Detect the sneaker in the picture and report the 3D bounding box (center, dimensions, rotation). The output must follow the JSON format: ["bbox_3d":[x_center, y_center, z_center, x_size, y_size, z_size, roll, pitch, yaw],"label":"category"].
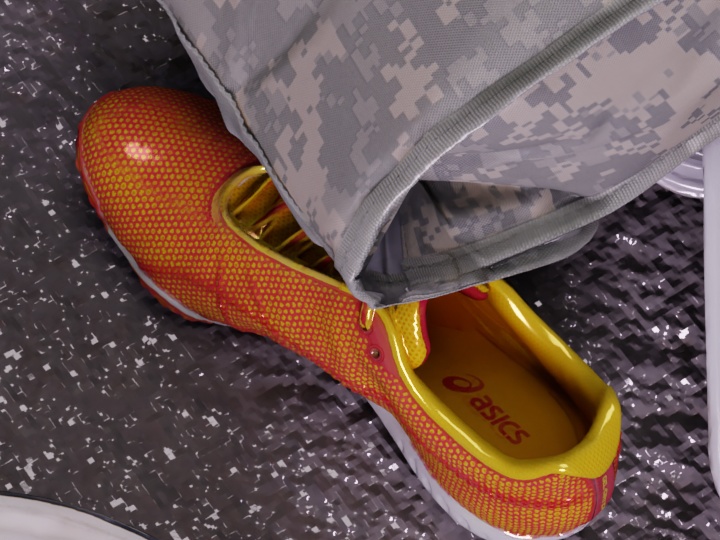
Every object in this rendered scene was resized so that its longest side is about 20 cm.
[{"bbox_3d":[0.000,0.000,0.855,0.200,0.077,0.073,34,62,11],"label":"sneaker"}]

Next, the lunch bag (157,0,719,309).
[{"bbox_3d":[0.038,-0.100,0.821,0.200,0.118,0.164,-34,63,3],"label":"lunch bag"}]

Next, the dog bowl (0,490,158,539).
[{"bbox_3d":[-0.099,0.161,0.724,0.199,0.074,0.201,13,57,-20],"label":"dog bowl"}]

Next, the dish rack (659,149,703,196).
[{"bbox_3d":[0.134,-0.141,0.910,0.171,0.044,0.201,-24,85,2],"label":"dish rack"}]

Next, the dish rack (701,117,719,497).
[{"bbox_3d":[0.194,0.022,0.845,0.199,0.044,0.172,6,61,-7],"label":"dish rack"}]
